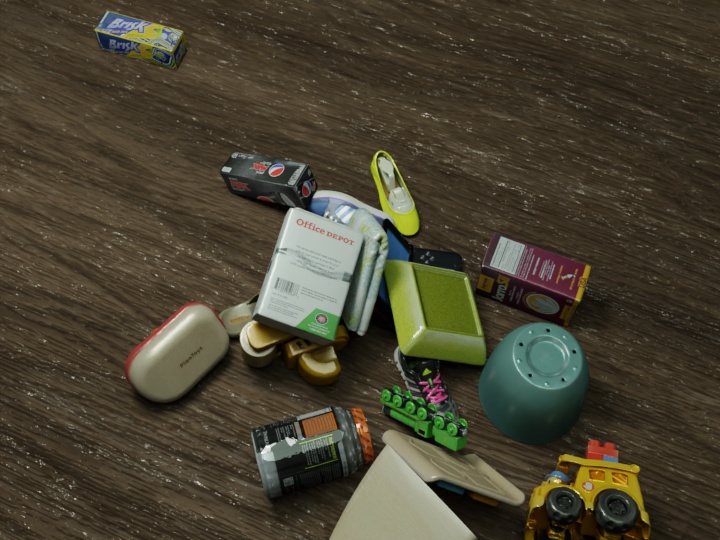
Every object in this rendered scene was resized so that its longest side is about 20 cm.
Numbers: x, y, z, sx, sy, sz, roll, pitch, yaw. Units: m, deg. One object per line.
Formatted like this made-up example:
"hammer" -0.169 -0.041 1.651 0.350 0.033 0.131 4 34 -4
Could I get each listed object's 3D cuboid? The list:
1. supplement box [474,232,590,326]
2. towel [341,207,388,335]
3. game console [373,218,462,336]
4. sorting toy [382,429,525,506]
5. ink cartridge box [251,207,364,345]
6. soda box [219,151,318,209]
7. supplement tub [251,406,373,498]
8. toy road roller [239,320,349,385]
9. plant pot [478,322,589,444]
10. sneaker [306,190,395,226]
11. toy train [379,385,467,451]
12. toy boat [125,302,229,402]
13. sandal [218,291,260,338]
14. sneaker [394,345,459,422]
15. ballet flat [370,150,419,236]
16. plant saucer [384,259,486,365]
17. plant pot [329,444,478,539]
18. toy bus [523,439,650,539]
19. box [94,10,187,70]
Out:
"supplement box" 0.333 0.018 1.712 0.197 0.111 0.086 20 61 10
"towel" 0.000 0.000 1.640 0.047 0.203 0.171 8 17 -19
"game console" 0.114 0.019 1.701 0.169 0.119 0.203 7 60 3
"sorting toy" 0.150 0.334 1.465 0.198 0.185 0.037 20 94 -27
"ink cartridge box" -0.092 0.011 1.552 0.145 0.083 0.203 20 75 -11
"soda box" -0.189 -0.187 1.807 0.197 0.071 0.064 14 58 30
"supplement tub" -0.083 0.310 1.526 0.197 0.123 0.124 -13 61 -9
"toy road roller" -0.115 0.149 1.623 0.197 0.123 0.148 -19 73 -13
"plant pot" 0.322 0.189 1.585 0.197 0.162 0.204 1 60 -1
"sneaker" -0.035 -0.068 1.768 0.197 0.081 0.148 19 57 3
"toy train" 0.110 0.263 1.561 0.041 0.057 0.198 -11 23 -43
"toy boat" -0.350 0.144 1.631 0.200 0.131 0.130 -43 36 -20
"sandal" -0.185 0.069 1.699 0.198 0.054 0.081 -22 63 -21
"sneaker" 0.122 0.205 1.612 0.073 0.088 0.202 -20 63 -13
"ballet flat" 0.069 -0.167 1.836 0.066 0.067 0.202 -16 62 -11
"plant saucer" 0.149 0.068 1.638 0.197 0.048 0.203 10 53 -31
"plant pot" 0.063 0.434 1.429 0.177 0.200 0.200 -44 69 -9
"toy bus" 0.383 0.379 1.504 0.196 0.137 0.194 6 47 5
"box" -0.508 -0.533 2.034 0.197 0.065 0.071 16 60 8
